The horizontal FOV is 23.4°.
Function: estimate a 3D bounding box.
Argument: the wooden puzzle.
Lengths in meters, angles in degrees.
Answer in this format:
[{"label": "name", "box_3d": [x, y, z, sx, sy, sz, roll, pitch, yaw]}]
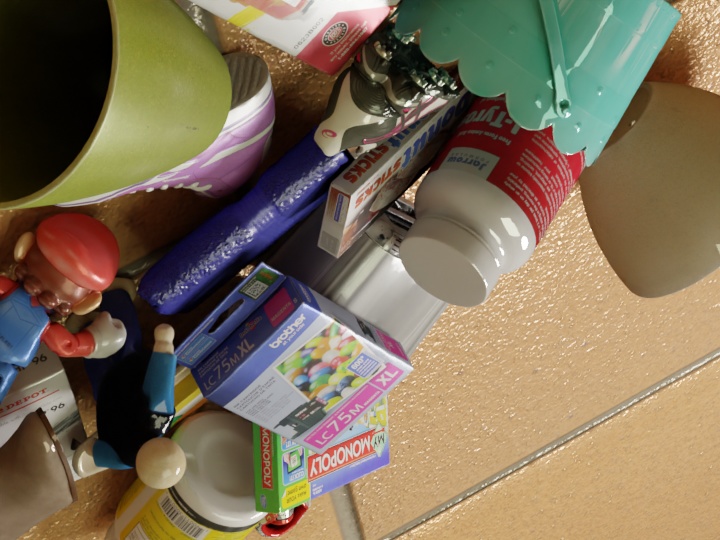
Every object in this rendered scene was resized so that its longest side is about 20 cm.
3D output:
[{"label": "wooden puzzle", "box_3d": [-0.150, 0.103, 1.519, 0.200, 0.037, 0.185, -44, 173, 8]}]

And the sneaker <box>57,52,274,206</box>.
[{"label": "sneaker", "box_3d": [-0.151, -0.078, 1.340, 0.199, 0.073, 0.115, -24, 148, -16]}]

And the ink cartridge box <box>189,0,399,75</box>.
[{"label": "ink cartridge box", "box_3d": [-0.051, -0.241, 1.216, 0.145, 0.084, 0.199, -46, 145, 17]}]

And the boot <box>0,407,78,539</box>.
[{"label": "boot", "box_3d": [-0.301, 0.183, 1.384, 0.145, 0.071, 0.201, -22, 156, -13]}]

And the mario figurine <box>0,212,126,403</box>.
[{"label": "mario figurine", "box_3d": [-0.265, 0.040, 1.359, 0.200, 0.106, 0.124, -49, 136, -15]}]

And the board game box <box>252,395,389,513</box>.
[{"label": "board game box", "box_3d": [-0.035, 0.134, 1.610, 0.199, 0.029, 0.136, -15, 104, -59]}]

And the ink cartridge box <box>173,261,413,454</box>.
[{"label": "ink cartridge box", "box_3d": [-0.055, 0.077, 1.447, 0.119, 0.042, 0.199, -43, 138, 12]}]

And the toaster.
[{"label": "toaster", "box_3d": [0.000, 0.000, 1.529, 0.129, 0.114, 0.199, -49, 141, 15]}]

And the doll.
[{"label": "doll", "box_3d": [-0.184, 0.092, 1.398, 0.048, 0.201, 0.137, 16, 124, -37]}]

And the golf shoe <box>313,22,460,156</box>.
[{"label": "golf shoe", "box_3d": [0.017, -0.140, 1.364, 0.088, 0.077, 0.200, -44, 174, 18]}]

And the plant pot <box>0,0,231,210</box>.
[{"label": "plant pot", "box_3d": [-0.178, -0.128, 1.180, 0.187, 0.188, 0.199, -48, 157, 19]}]

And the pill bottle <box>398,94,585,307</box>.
[{"label": "pill bottle", "box_3d": [0.115, -0.071, 1.465, 0.201, 0.111, 0.113, -56, 156, -28]}]

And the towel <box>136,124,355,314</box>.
[{"label": "towel", "box_3d": [-0.092, -0.043, 1.414, 0.199, 0.050, 0.148, -40, 175, 3]}]

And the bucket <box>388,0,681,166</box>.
[{"label": "bucket", "box_3d": [0.137, -0.192, 1.336, 0.206, 0.207, 0.135, 20, 108, -51]}]

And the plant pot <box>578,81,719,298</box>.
[{"label": "plant pot", "box_3d": [0.278, -0.096, 1.609, 0.200, 0.201, 0.134, -43, 109, 12]}]

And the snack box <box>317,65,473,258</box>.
[{"label": "snack box", "box_3d": [0.032, -0.093, 1.442, 0.200, 0.024, 0.072, -45, 158, -40]}]

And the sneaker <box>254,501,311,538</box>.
[{"label": "sneaker", "box_3d": [-0.082, 0.169, 1.663, 0.067, 0.108, 0.203, -15, 141, -26]}]

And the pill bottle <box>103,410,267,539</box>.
[{"label": "pill bottle", "box_3d": [-0.164, 0.227, 1.636, 0.113, 0.115, 0.200, -5, 151, -36]}]

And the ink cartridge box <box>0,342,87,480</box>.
[{"label": "ink cartridge box", "box_3d": [-0.298, 0.114, 1.447, 0.115, 0.068, 0.201, -24, 145, -14]}]
